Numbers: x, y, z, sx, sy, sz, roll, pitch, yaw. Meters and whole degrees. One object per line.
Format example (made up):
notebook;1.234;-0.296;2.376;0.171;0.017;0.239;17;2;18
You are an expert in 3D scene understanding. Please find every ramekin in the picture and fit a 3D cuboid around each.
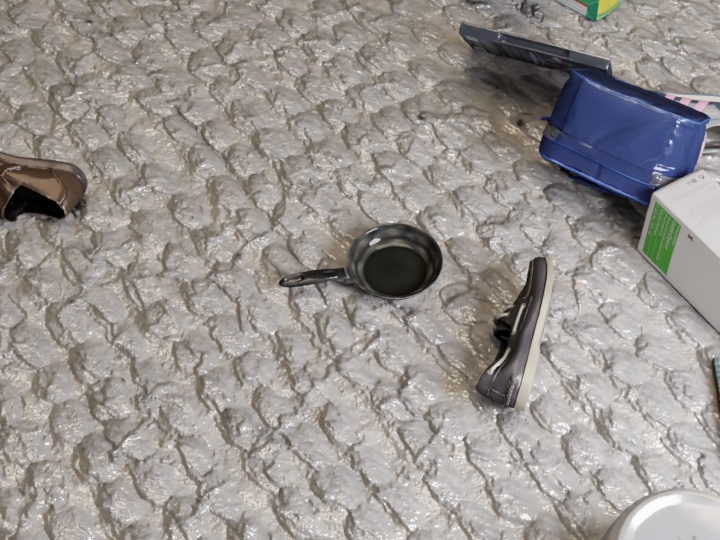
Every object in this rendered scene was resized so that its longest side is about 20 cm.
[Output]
ramekin;0.317;0.304;1.263;0.200;0.095;0.204;1;50;-1

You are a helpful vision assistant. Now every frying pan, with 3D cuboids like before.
frying pan;0.012;0.010;1.542;0.189;0.031;0.115;-32;57;-21

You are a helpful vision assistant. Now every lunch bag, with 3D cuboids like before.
lunch bag;0.315;-0.160;1.620;0.199;0.133;0.136;26;19;21

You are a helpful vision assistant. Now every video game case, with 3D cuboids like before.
video game case;0.237;-0.290;1.749;0.198;0.143;0.019;16;94;12

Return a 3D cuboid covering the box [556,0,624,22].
box;0.364;-0.453;1.936;0.117;0.049;0.200;35;59;26

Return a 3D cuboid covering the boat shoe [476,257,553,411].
boat shoe;0.175;0.062;1.470;0.062;0.073;0.201;12;55;7

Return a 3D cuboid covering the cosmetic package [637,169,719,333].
cosmetic package;0.424;-0.009;1.523;0.084;0.108;0.200;-24;53;-20

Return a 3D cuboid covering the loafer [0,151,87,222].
loafer;-0.436;-0.100;1.591;0.198;0.073;0.071;2;50;1

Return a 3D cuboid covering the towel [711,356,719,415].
towel;0.494;0.157;1.441;0.198;0.022;0.148;3;49;1

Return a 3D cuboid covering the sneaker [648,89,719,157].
sneaker;0.408;-0.184;1.693;0.198;0.071;0.082;-2;47;-2
